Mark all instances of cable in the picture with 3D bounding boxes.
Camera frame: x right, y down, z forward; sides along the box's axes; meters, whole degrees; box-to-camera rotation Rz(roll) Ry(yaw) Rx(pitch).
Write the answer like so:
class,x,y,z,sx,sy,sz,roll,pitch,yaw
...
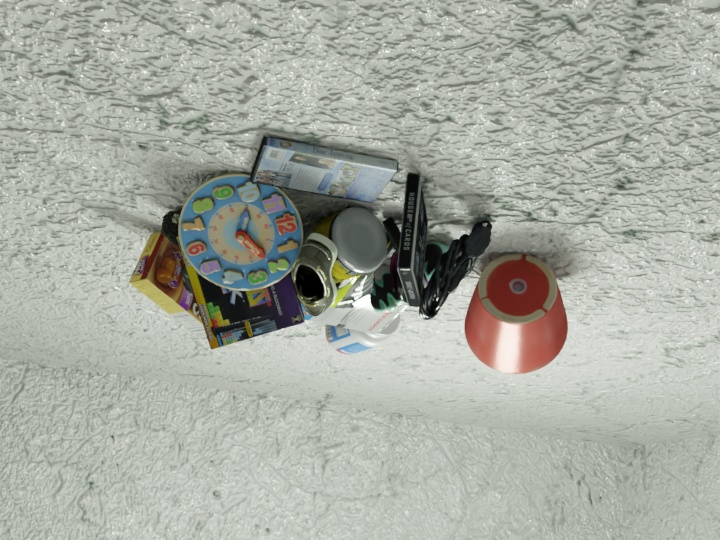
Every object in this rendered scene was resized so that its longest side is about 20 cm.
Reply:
class,x,y,z,sx,sy,sz,roll,pitch,yaw
cable,0.144,0.008,1.423,0.051,0.200,0.163,36,144,7

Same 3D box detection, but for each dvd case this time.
class,x,y,z,sx,sy,sz,roll,pitch,yaw
dvd case,-0.058,-0.146,1.285,0.199,0.018,0.143,9,163,-12
dvd case,0.083,-0.041,1.351,0.025,0.151,0.200,3,162,10

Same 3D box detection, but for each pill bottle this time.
class,x,y,z,sx,sy,sz,roll,pitch,yaw
pill bottle,0.008,0.124,1.958,0.112,0.113,0.200,14,161,-25
pill bottle,-0.054,-0.033,1.483,0.112,0.112,0.200,17,159,-33

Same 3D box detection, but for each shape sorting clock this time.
class,x,y,z,sx,sy,sz,roll,pitch,yaw
shape sorting clock,-0.190,-0.058,1.375,0.199,0.201,0.039,8,-157,-7

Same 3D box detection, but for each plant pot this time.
class,x,y,z,sx,sy,sz,roll,pitch,yaw
plant pot,0.291,0.070,1.612,0.200,0.201,0.177,2,152,10

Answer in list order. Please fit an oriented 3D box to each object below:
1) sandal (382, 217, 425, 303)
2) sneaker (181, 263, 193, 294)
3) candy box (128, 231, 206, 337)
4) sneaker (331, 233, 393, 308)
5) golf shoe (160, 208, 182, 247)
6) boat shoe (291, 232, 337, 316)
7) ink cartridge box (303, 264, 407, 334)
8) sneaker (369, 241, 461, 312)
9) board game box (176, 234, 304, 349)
class,x,y,z,sx,sy,sz,roll,pitch,yaw
sandal,0.071,0.002,1.492,0.048,0.201,0.075,-26,-154,-2
sneaker,-0.218,0.020,1.513,0.199,0.076,0.079,5,152,4
candy box,-0.339,0.028,1.667,0.056,0.117,0.200,-10,140,34
sneaker,0.000,0.000,1.567,0.081,0.074,0.200,13,135,-38
golf shoe,-0.254,-0.058,1.537,0.199,0.078,0.088,12,174,-8
boat shoe,-0.079,0.020,1.413,0.072,0.060,0.202,25,148,11
ink cartridge box,-0.024,0.045,1.717,0.199,0.084,0.145,14,144,-24
sneaker,0.124,0.028,1.623,0.200,0.078,0.140,-34,148,33
board game box,-0.199,0.014,1.454,0.165,0.201,0.057,-17,-172,0
